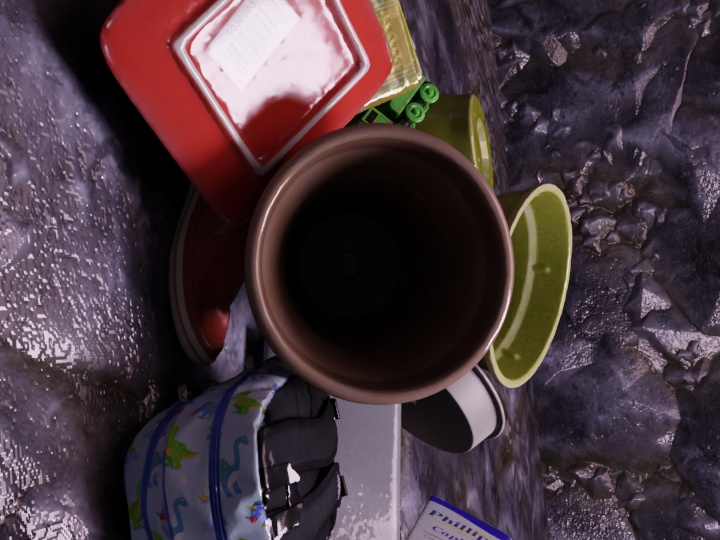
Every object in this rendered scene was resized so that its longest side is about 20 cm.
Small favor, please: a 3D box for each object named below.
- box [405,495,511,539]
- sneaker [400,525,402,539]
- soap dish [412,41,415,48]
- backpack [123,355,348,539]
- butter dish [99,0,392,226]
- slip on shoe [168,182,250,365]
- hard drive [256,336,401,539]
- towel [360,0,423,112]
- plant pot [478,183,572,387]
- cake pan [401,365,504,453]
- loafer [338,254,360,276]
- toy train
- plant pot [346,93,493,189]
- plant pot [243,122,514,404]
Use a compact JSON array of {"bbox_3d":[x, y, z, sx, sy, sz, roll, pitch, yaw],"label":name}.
[{"bbox_3d":[0.071,0.369,1.019,0.200,0.104,0.185,-27,138,-73],"label":"box"},{"bbox_3d":[-0.012,0.209,1.016,0.082,0.077,0.202,123,-40,-71],"label":"sneaker"},{"bbox_3d":[-0.019,-0.275,1.085,0.158,0.081,0.200,57,23,-11],"label":"soap dish"},{"bbox_3d":[-0.080,0.148,0.689,0.200,0.152,0.165,-161,-112,-84],"label":"backpack"},{"bbox_3d":[-0.103,-0.174,0.731,0.200,0.147,0.200,-47,136,-16],"label":"butter dish"},{"bbox_3d":[-0.106,-0.023,0.769,0.074,0.061,0.201,56,39,-60],"label":"slip on shoe"},{"bbox_3d":[-0.031,0.163,0.861,0.033,0.139,0.201,-41,-139,54],"label":"hard drive"},{"bbox_3d":[-0.038,-0.211,0.920,0.023,0.199,0.144,29,-39,61],"label":"towel"},{"bbox_3d":[0.093,-0.001,0.990,0.200,0.183,0.202,-29,126,-52],"label":"plant pot"},{"bbox_3d":[0.055,0.111,0.985,0.037,0.200,0.201,-45,136,-24],"label":"cake pan"},{"bbox_3d":[0.000,0.000,0.895,0.201,0.073,0.071,56,3,15],"label":"loafer"},{"bbox_3d":[0.014,-0.134,1.006,0.200,0.056,0.042,-55,-173,-24],"label":"toy train"},{"bbox_3d":[0.050,-0.126,1.126,0.200,0.191,0.202,-8,90,-74],"label":"plant pot"},{"bbox_3d":[0.001,-0.005,0.769,0.175,0.199,0.202,-175,-103,-79],"label":"plant pot"}]
